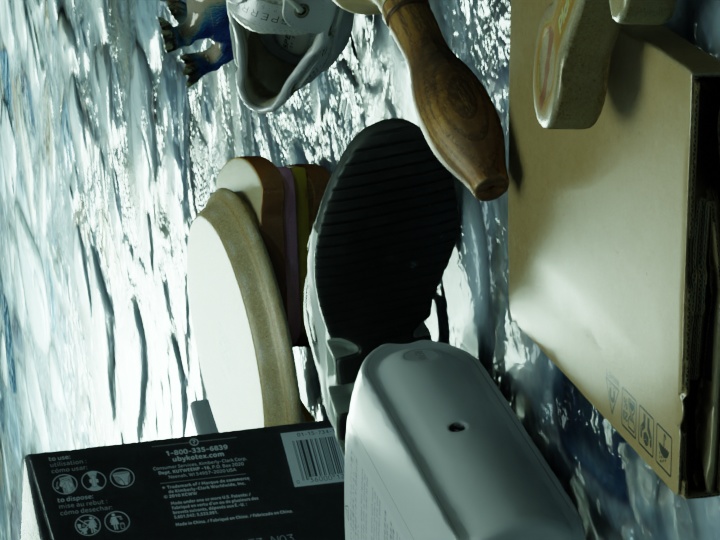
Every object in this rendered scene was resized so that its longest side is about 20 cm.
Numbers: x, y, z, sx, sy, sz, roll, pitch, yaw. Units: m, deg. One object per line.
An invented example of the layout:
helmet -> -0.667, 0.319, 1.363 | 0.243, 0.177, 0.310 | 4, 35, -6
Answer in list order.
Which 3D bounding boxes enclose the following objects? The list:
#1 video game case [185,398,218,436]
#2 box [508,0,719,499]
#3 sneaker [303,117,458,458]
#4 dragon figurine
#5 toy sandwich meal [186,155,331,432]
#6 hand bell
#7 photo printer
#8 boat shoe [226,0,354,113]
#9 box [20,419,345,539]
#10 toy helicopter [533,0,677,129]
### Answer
video game case -> -0.102, 0.224, 1.953 | 0.182, 0.024, 0.200 | 102, 158, -51
box -> 0.097, -0.025, 1.047 | 0.200, 0.021, 0.164 | -129, 35, -66
sneaker -> 0.000, 0.000, 1.341 | 0.089, 0.074, 0.200 | -117, 25, -50
dragon figurine -> -0.061, -0.149, 1.545 | 0.200, 0.099, 0.059 | 63, -166, -74
toy sandwich meal -> -0.047, 0.032, 1.572 | 0.205, 0.070, 0.205 | 169, 90, -75
hand bell -> 0.022, -0.108, 1.177 | 0.104, 0.104, 0.200 | 99, 154, -48
photo printer -> 0.043, 0.136, 1.240 | 0.200, 0.069, 0.167 | -122, 29, -61
boat shoe -> -0.036, -0.148, 1.383 | 0.069, 0.071, 0.200 | -59, -15, -29
box -> -0.074, 0.168, 1.452 | 0.115, 0.200, 0.132 | 102, 158, -48
toy helicopter -> 0.086, -0.128, 0.935 | 0.200, 0.079, 0.132 | 105, 162, -52
